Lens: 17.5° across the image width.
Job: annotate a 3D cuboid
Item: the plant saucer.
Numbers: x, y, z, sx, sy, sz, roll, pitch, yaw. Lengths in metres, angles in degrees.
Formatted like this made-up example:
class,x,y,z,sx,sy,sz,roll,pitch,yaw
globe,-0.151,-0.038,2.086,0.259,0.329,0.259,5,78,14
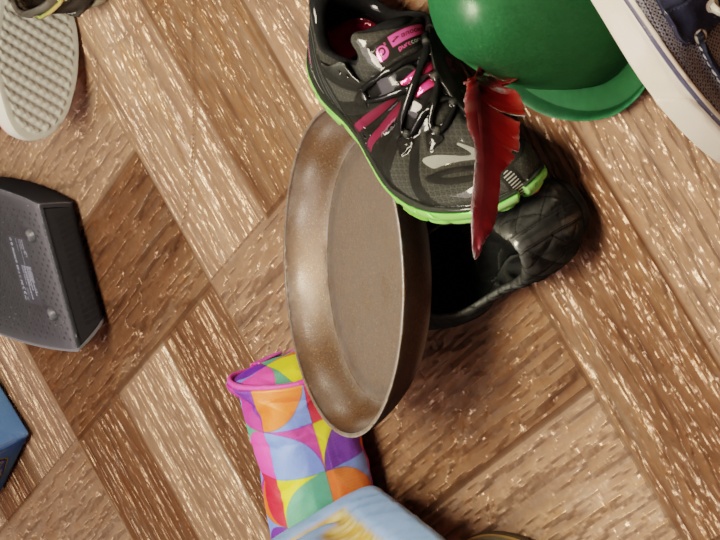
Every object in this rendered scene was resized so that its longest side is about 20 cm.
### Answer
class,x,y,z,sx,sy,sz,roll,pitch,yaw
plant saucer,0.000,0.000,1.420,0.200,0.032,0.202,178,90,-69

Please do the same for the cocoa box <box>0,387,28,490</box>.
class,x,y,z,sx,sy,sz,roll,pitch,yaw
cocoa box,-0.403,0.114,2.044,0.201,0.131,0.134,56,147,14

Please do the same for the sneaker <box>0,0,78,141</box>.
class,x,y,z,sx,sy,sz,roll,pitch,yaw
sneaker,-0.267,-0.194,1.692,0.104,0.075,0.202,2,105,50

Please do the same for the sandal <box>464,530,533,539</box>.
class,x,y,z,sx,sy,sz,roll,pitch,yaw
sandal,0.109,0.216,1.432,0.199,0.054,0.081,19,126,51

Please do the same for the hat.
class,x,y,z,sx,sy,sz,roll,pitch,yaw
hat,0.043,-0.126,1.184,0.199,0.175,0.167,11,121,52

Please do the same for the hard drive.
class,x,y,z,sx,sy,sz,roll,pitch,yaw
hard drive,-0.275,-0.012,1.857,0.199,0.042,0.136,11,119,53

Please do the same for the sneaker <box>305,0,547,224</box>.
class,x,y,z,sx,sy,sz,roll,pitch,yaw
sneaker,0.026,-0.096,1.309,0.200,0.077,0.084,41,159,37

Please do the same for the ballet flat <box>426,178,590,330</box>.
class,x,y,z,sx,sy,sz,roll,pitch,yaw
ballet flat,0.061,-0.008,1.350,0.067,0.057,0.200,63,149,4

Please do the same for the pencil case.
class,x,y,z,sx,sy,sz,roll,pitch,yaw
pencil case,-0.031,0.150,1.571,0.088,0.088,0.202,13,120,52

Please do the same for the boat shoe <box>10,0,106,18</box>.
class,x,y,z,sx,sy,sz,roll,pitch,yaw
boat shoe,-0.184,-0.232,1.559,0.072,0.060,0.201,56,147,14

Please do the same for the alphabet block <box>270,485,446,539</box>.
class,x,y,z,sx,sy,sz,roll,pitch,yaw
alphabet block,-0.008,0.280,1.452,0.201,0.195,0.195,64,171,-12

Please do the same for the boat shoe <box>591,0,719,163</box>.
class,x,y,z,sx,sy,sz,roll,pitch,yaw
boat shoe,0.160,-0.144,1.103,0.092,0.075,0.200,-30,109,27
